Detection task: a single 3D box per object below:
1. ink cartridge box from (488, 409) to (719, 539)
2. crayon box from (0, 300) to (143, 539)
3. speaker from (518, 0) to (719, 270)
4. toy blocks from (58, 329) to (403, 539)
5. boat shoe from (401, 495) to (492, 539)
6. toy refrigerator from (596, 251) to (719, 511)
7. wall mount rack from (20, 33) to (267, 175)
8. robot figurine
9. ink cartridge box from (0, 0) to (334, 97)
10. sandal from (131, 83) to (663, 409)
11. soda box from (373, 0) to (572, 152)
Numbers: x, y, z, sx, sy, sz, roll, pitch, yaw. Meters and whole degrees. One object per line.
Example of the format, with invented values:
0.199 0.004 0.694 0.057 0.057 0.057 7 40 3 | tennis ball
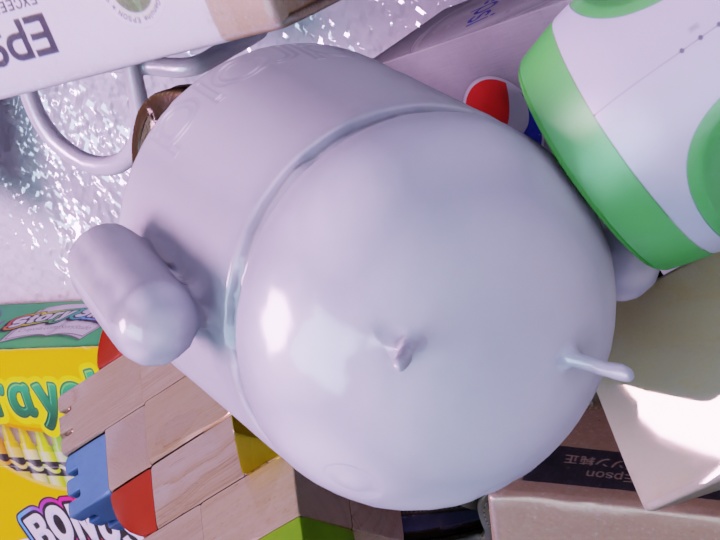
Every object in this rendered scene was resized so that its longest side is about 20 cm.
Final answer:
0.135 0.141 0.951 0.164 0.075 0.201 3 124 16 | ink cartridge box
-0.094 0.100 1.202 0.199 0.058 0.173 -4 113 45 | crayon box
0.143 -0.084 0.762 0.200 0.088 0.089 -35 90 16 | speaker
-0.057 0.052 1.033 0.137 0.100 0.201 -32 53 38 | toy blocks
0.048 0.069 1.039 0.201 0.060 0.072 -20 102 46 | boat shoe
0.161 0.000 0.801 0.200 0.076 0.070 -30 77 43 | toy refrigerator
-0.123 -0.142 1.063 0.173 0.075 0.201 8 120 37 | wall mount rack
0.000 0.000 0.809 0.200 0.169 0.113 -148 51 -61 | robot figurine
-0.101 -0.149 0.921 0.199 0.075 0.165 -10 108 43 | ink cartridge box
0.015 -0.012 0.934 0.199 0.055 0.082 15 117 19 | sandal
0.089 -0.069 0.907 0.200 0.063 0.068 -16 106 48 | soda box
